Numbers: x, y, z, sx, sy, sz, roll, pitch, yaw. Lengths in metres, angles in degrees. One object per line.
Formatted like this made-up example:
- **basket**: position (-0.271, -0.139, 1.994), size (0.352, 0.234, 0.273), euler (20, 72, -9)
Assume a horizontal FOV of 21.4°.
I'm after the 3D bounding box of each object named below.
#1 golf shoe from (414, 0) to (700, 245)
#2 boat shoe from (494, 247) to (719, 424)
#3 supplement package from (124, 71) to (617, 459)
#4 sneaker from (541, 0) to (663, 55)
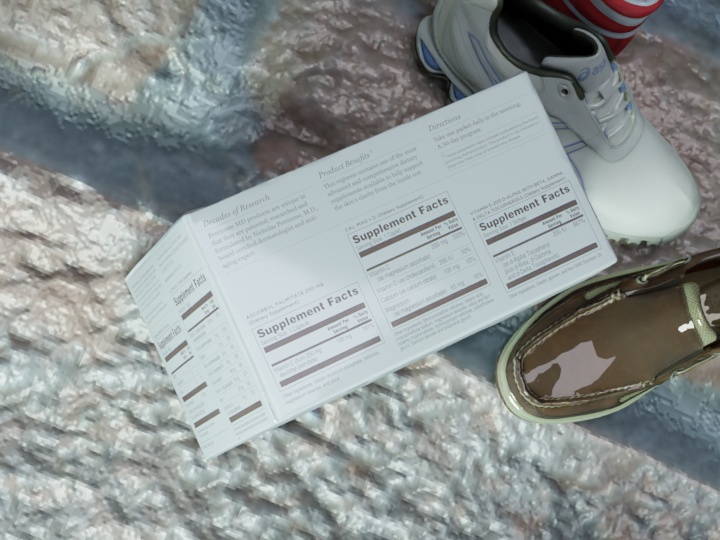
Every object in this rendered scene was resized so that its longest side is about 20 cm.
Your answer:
- **golf shoe**: position (0.123, -0.091, 1.084), size (0.200, 0.097, 0.078), euler (38, 68, -8)
- **boat shoe**: position (0.172, 0.026, 1.083), size (0.202, 0.075, 0.075), euler (-24, 85, -21)
- **supplement package**: position (0.000, 0.000, 0.991), size (0.199, 0.156, 0.111), euler (-23, 86, -21)
- **sneaker**: position (0.112, -0.220, 1.101), size (0.071, 0.112, 0.201), euler (-28, 87, -22)
